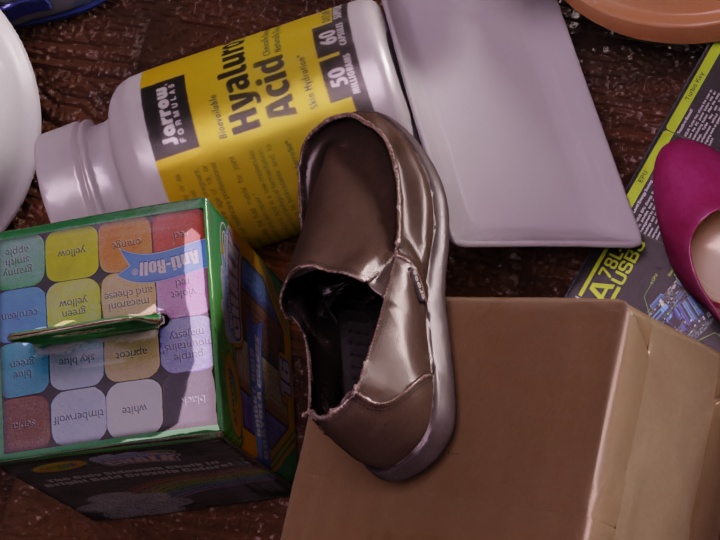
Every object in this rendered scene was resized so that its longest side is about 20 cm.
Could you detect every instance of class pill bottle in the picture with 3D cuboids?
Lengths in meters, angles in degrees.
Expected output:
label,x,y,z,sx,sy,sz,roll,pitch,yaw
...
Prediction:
label,x,y,z,sx,sy,sz,roll,pitch,yaw
pill bottle,-0.069,-0.066,1.164,0.200,0.111,0.111,-19,69,7

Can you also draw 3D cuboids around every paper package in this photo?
label,x,y,z,sx,sy,sz,roll,pitch,yaw
paper package,0.067,0.113,1.039,0.200,0.103,0.191,-1,71,44

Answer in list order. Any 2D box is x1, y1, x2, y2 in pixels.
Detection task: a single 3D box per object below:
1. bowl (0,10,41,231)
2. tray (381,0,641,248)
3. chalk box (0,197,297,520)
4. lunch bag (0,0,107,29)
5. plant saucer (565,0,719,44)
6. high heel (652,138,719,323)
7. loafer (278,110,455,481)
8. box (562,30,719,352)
label,x,y,z,sx,sy,sz,roll,pitch,yaw
bowl,-0.286,-0.083,1.192,0.201,0.090,0.201,1,94,7
tray,0.073,-0.085,1.148,0.107,0.022,0.200,0,52,-18
chalk box,-0.116,0.043,1.091,0.124,0.200,0.124,-8,71,10
lunch bag,-0.242,-0.208,1.269,0.200,0.076,0.160,-12,75,9
plant saucer,0.188,-0.214,1.173,0.200,0.032,0.201,-9,57,14
high heel,0.195,0.010,1.040,0.067,0.096,0.200,-24,70,6
loafer,0.000,0.000,1.031,0.073,0.071,0.200,-32,51,30
box,0.223,0.002,1.112,0.193,0.048,0.200,26,80,22
